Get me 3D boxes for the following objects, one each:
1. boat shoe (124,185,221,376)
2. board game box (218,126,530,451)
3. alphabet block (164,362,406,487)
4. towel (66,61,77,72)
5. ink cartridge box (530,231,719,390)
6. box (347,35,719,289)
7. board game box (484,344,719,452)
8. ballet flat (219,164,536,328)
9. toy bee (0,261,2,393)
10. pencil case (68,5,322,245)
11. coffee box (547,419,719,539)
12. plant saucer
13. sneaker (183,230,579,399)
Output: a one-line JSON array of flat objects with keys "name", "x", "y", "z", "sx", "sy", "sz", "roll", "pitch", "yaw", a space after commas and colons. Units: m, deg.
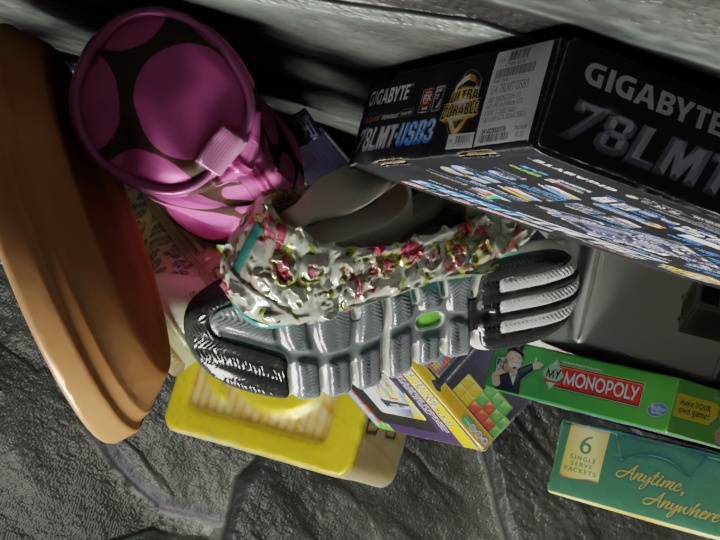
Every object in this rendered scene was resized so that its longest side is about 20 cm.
[{"name": "boat shoe", "x": -0.096, "y": -0.014, "z": 1.094, "sx": 0.073, "sy": 0.063, "sz": 0.200, "roll": 55, "pitch": -173, "yaw": -32}, {"name": "board game box", "x": -0.005, "y": 0.010, "z": 1.165, "sx": 0.200, "sy": 0.057, "sz": 0.165, "roll": 49, "pitch": 164, "yaw": -15}, {"name": "alphabet block", "x": -0.052, "y": 0.092, "z": 1.940, "sx": 0.195, "sy": 0.196, "sz": 0.200, "roll": 13, "pitch": 174, "yaw": 14}, {"name": "towel", "x": -0.219, "y": -0.118, "z": 1.149, "sx": 0.200, "sy": 0.024, "sz": 0.145, "roll": 13, "pitch": 172, "yaw": 8}, {"name": "ink cartridge box", "x": 0.194, "y": 0.025, "z": 1.073, "sx": 0.200, "sy": 0.083, "sz": 0.147, "roll": 16, "pitch": 176, "yaw": -10}, {"name": "box", "x": 0.120, "y": -0.036, "z": 0.819, "sx": 0.200, "sy": 0.050, "sz": 0.198, "roll": 18, "pitch": 177, "yaw": -19}, {"name": "board game box", "x": 0.182, "y": 0.078, "z": 1.036, "sx": 0.200, "sy": 0.029, "sz": 0.135, "roll": 17, "pitch": 175, "yaw": -37}, {"name": "ballet flat", "x": 0.022, "y": -0.028, "z": 0.922, "sx": 0.200, "sy": 0.064, "sz": 0.076, "roll": -24, "pitch": -127, "yaw": -40}, {"name": "toy bee", "x": -0.180, "y": -0.041, "z": 1.043, "sx": 0.131, "sy": 0.200, "sz": 0.109, "roll": -1, "pitch": 146, "yaw": -39}, {"name": "pencil case", "x": -0.073, "y": -0.060, "z": 0.935, "sx": 0.094, "sy": 0.091, "sz": 0.200, "roll": 50, "pitch": -178, "yaw": 8}, {"name": "coffee box", "x": 0.200, "y": 0.125, "z": 1.099, "sx": 0.123, "sy": 0.044, "sz": 0.200, "roll": 13, "pitch": 176, "yaw": 33}, {"name": "plant saucer", "x": -0.129, "y": -0.022, "z": 0.894, "sx": 0.037, "sy": 0.200, "sz": 0.200, "roll": -19, "pitch": 173, "yaw": 2}, {"name": "sneaker", "x": 0.000, "y": 0.000, "z": 1.008, "sx": 0.200, "sy": 0.075, "sz": 0.116, "roll": -6, "pitch": -147, "yaw": -16}]
